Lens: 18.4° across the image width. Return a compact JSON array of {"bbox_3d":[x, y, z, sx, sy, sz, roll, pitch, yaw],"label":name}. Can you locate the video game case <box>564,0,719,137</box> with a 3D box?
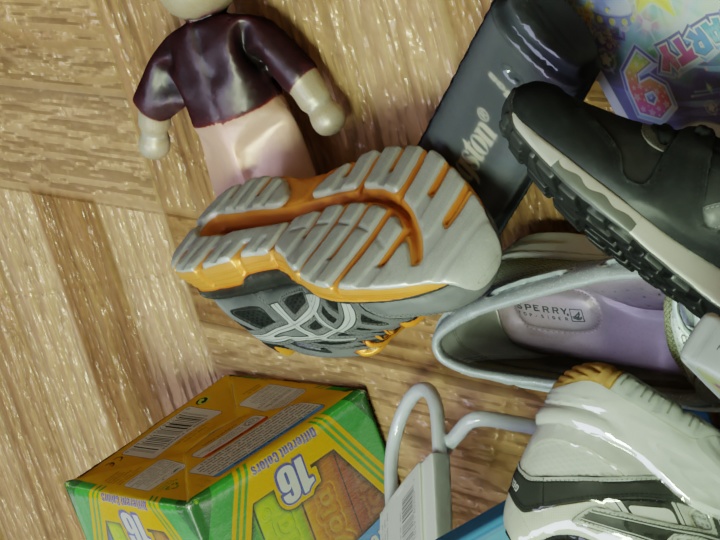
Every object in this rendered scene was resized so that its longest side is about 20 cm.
[{"bbox_3d":[0.113,-0.131,0.819,0.143,0.018,0.201,-26,95,56],"label":"video game case"}]

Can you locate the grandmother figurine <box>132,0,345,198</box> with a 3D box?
[{"bbox_3d":[-0.059,-0.077,1.052,0.120,0.061,0.202,-11,106,26],"label":"grandmother figurine"}]

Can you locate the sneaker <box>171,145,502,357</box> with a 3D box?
[{"bbox_3d":[0.000,0.000,0.962,0.077,0.078,0.199,50,156,-24],"label":"sneaker"}]

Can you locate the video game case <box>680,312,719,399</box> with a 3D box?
[{"bbox_3d":[0.214,0.093,0.760,0.181,0.022,0.200,32,177,33],"label":"video game case"}]

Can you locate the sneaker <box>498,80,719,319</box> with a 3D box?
[{"bbox_3d":[0.146,-0.021,0.797,0.199,0.088,0.076,36,178,9],"label":"sneaker"}]

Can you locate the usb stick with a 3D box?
[{"bbox_3d":[0.050,-0.050,0.934,0.056,0.032,0.200,53,152,14],"label":"usb stick"}]

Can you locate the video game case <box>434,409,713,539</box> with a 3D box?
[{"bbox_3d":[0.120,0.176,0.941,0.201,0.142,0.018,66,166,-12],"label":"video game case"}]

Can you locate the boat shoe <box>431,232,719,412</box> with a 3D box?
[{"bbox_3d":[0.118,0.024,0.889,0.201,0.065,0.075,7,122,44],"label":"boat shoe"}]

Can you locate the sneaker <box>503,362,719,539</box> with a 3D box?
[{"bbox_3d":[0.146,0.119,0.847,0.199,0.088,0.076,30,175,11],"label":"sneaker"}]

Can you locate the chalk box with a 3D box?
[{"bbox_3d":[-0.043,0.173,1.164,0.123,0.124,0.201,1,118,52],"label":"chalk box"}]

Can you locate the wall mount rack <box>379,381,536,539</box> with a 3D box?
[{"bbox_3d":[0.044,0.161,1.039,0.174,0.074,0.202,122,153,-51],"label":"wall mount rack"}]
